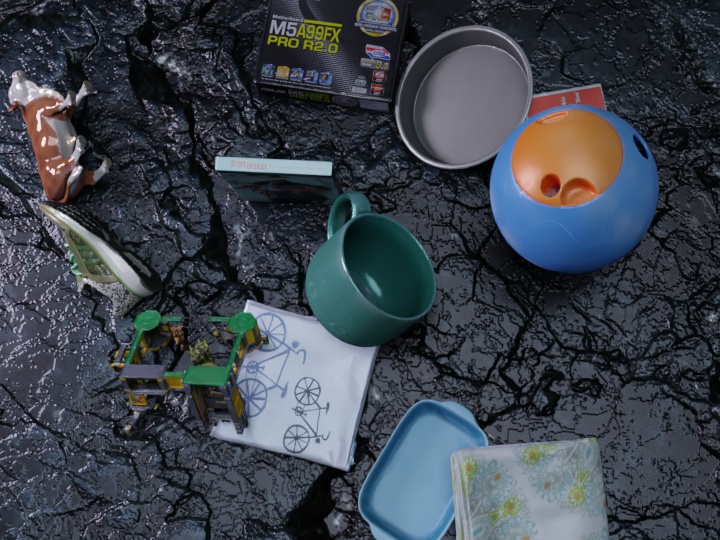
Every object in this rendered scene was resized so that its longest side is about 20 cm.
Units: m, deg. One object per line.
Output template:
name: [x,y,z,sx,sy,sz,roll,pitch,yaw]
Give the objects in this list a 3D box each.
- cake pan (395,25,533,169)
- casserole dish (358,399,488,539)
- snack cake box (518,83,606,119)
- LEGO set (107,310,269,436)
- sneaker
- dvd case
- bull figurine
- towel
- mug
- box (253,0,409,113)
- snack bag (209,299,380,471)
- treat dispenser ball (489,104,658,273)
cake pan: [0.143,-0.230,1.399,0.199,0.037,0.202,-7,76,27]
casserole dish: [0.081,0.262,1.323,0.121,0.039,0.201,30,79,9]
snack cake box: [0.284,-0.139,1.390,0.114,0.067,0.202,-9,76,3]
LEGO set: [-0.214,0.137,1.338,0.198,0.116,0.155,-5,44,7]
sneaker: [-0.367,-0.014,1.391,0.200,0.077,0.089,42,99,4]
dvd case: [-0.099,-0.114,1.336,0.145,0.200,0.022,3,82,3]
bull figurine: [-0.420,-0.194,1.433,0.121,0.065,0.202,-23,83,31]
towel: [0.210,0.301,1.282,0.198,0.048,0.173,-3,84,-9]
mug: [0.008,0.009,1.337,0.151,0.114,0.186,31,45,-20]
box: [-0.039,-0.317,1.460,0.198,0.044,0.162,10,78,5]
snack bag: [-0.083,0.150,1.366,0.198,0.021,0.190,13,79,6]
treat dispenser ball: [0.255,-0.098,1.245,0.199,0.201,0.203,-1,77,3]
